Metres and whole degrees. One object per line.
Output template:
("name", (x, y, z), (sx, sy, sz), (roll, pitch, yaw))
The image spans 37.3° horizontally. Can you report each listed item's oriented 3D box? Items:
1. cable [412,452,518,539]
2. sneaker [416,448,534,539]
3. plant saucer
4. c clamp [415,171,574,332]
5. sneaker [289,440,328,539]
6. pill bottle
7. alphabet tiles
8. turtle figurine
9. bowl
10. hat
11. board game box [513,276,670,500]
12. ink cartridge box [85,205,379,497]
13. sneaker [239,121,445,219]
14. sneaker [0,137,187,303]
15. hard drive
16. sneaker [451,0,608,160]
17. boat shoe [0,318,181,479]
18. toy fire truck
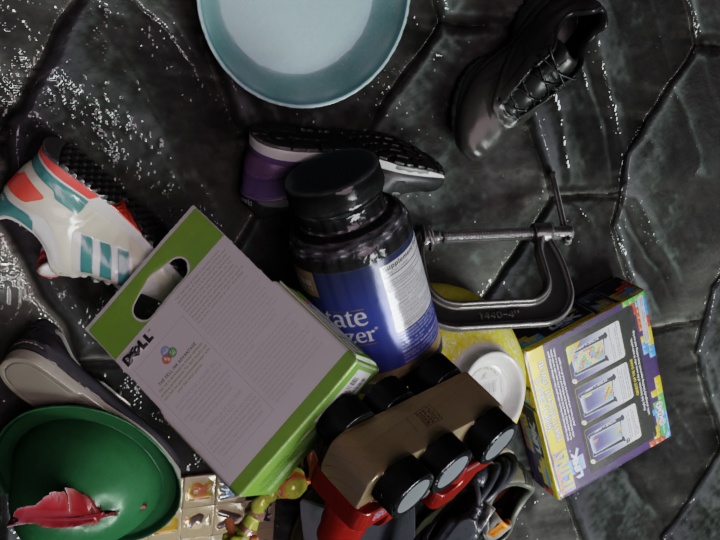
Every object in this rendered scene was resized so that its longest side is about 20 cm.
("cable", (0.084, 0.262, 1.069), (0.051, 0.163, 0.201), (34, 110, 9))
("sneaker", (0.117, 0.288, 1.169), (0.074, 0.079, 0.201), (32, 91, -33))
("plant saucer", (-0.052, -0.246, 0.943), (0.198, 0.036, 0.202), (-8, 111, -21))
("c clamp", (0.133, -0.014, 1.076), (0.198, 0.172, 0.027), (-8, 153, -17))
("sneaker", (-0.014, 0.221, 1.085), (0.070, 0.075, 0.202), (10, 101, -28))
("pill bottle", (0.000, 0.000, 0.947), (0.111, 0.112, 0.201), (-27, 120, -17))
("alphabet tiles", (-0.180, 0.281, 1.061), (0.198, 0.006, 0.168), (-1, 106, -26))
("turtle figurine", (-0.079, 0.165, 0.986), (0.064, 0.161, 0.201), (19, 96, -29))
("bowl", (0.101, 0.115, 1.066), (0.199, 0.107, 0.202), (-2, 93, -33))
("hat", (-0.251, 0.224, 0.876), (0.165, 0.177, 0.200), (-25, 121, 19))
("board game box", (0.256, 0.133, 1.204), (0.164, 0.057, 0.201), (-24, 115, -16))
("ink cartridge box", (-0.107, 0.066, 0.897), (0.148, 0.200, 0.076), (-48, 162, 2))
("sneaker", (-0.019, -0.082, 1.005), (0.198, 0.076, 0.088), (5, 118, -23))
("sneaker", (-0.226, -0.019, 0.922), (0.093, 0.070, 0.200), (-39, 122, 9))
("hard drive", (0.004, 0.248, 1.024), (0.135, 0.042, 0.201), (-45, 142, -36))
("sneaker", (0.163, -0.192, 1.039), (0.076, 0.091, 0.201), (34, 90, -32))
("boat shoe", (-0.228, 0.119, 0.952), (0.072, 0.063, 0.200), (-26, 122, 31))
("toy fire truck", (0.036, 0.201, 0.921), (0.175, 0.129, 0.201), (-20, 143, -44))
